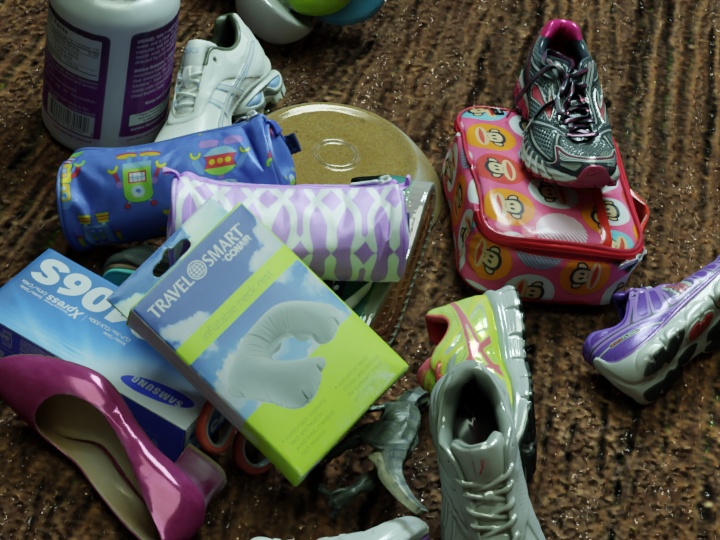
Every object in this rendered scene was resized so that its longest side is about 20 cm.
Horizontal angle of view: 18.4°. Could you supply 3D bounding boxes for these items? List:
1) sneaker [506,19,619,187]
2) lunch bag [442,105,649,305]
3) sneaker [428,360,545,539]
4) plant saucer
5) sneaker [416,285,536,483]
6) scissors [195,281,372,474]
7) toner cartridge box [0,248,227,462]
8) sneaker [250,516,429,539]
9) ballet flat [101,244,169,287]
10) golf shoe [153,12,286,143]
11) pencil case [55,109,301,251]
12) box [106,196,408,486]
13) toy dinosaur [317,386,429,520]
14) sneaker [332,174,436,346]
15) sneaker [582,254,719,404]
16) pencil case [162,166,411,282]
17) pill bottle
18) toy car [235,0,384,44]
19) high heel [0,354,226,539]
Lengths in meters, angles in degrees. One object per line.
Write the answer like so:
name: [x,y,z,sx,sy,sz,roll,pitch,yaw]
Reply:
sneaker: [0.173,-0.138,1.886,0.080,0.075,0.200,3,37,-14]
lunch bag: [0.166,-0.054,1.908,0.175,0.082,0.200,7,38,-13]
sneaker: [0.086,0.158,1.589,0.078,0.099,0.201,-15,73,1]
plant saucer: [-0.023,-0.090,1.932,0.199,0.036,0.201,7,40,-6]
sneaker: [0.090,0.096,1.728,0.090,0.078,0.200,-5,39,0]
scissors: [-0.057,0.066,1.688,0.073,0.014,0.200,42,64,-23]
toner cartridge box: [-0.191,0.064,1.710,0.199,0.043,0.095,28,45,17]
sneaker: [-0.038,0.210,1.556,0.199,0.075,0.100,-24,53,-34]
ballet flat: [-0.110,0.024,1.761,0.199,0.068,0.068,23,33,13]
golf shoe: [-0.143,-0.146,1.908,0.078,0.098,0.200,-5,32,29]
pencil case: [-0.148,-0.073,1.797,0.199,0.087,0.078,-11,-3,8]
box: [-0.077,0.046,1.639,0.200,0.048,0.122,44,72,4]
toy dinosaur: [0.010,0.139,1.650,0.088,0.048,0.200,-22,20,12]
sneaker: [0.000,0.000,1.808,0.079,0.072,0.200,11,48,13]
sneaker: [0.258,0.028,1.835,0.083,0.081,0.200,31,44,29]
pencil case: [-0.055,-0.035,1.723,0.199,0.086,0.084,0,16,-7]
pill bottle: [-0.212,-0.205,1.890,0.112,0.201,0.113,7,41,-6]
toy car: [-0.044,-0.307,2.106,0.150,0.175,0.200,24,22,-49]
high heel: [-0.199,0.133,1.613,0.200,0.067,0.096,34,33,5]
